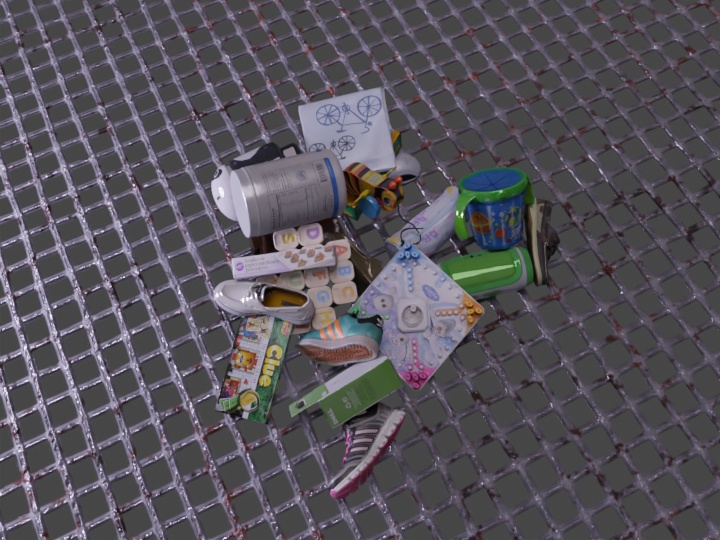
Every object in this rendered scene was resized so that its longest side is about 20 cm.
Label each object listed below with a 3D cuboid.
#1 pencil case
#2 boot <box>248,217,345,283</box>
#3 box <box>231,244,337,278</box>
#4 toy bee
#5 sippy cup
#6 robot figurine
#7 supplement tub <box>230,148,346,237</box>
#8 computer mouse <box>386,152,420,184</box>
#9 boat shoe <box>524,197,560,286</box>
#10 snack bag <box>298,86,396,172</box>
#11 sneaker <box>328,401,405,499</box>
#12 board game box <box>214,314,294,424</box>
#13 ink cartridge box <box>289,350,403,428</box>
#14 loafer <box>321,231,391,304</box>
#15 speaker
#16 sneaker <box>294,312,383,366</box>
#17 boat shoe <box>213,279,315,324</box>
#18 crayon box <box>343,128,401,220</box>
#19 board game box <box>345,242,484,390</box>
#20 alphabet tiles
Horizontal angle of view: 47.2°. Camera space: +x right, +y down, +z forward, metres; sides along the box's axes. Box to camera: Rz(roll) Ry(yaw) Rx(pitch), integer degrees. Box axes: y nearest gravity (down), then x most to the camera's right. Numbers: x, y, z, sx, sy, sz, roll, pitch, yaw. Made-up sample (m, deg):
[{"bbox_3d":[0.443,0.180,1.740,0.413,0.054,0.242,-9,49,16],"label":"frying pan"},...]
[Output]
[{"bbox_3d":[0.139,-0.083,1.653,0.199,0.091,0.083,-40,63,-19],"label":"pencil case"},{"bbox_3d":[-0.108,-0.023,1.648,0.196,0.064,0.190,-14,72,-15],"label":"boot"},{"bbox_3d":[-0.141,-0.016,1.547,0.196,0.041,0.040,-8,88,4],"label":"box"},{"bbox_3d":[0.046,-0.155,1.572,0.197,0.109,0.132,21,54,5],"label":"toy bee"},{"bbox_3d":[0.263,-0.116,1.605,0.174,0.133,0.140,-11,25,3],"label":"sippy cup"},{"bbox_3d":[-0.205,-0.184,1.669,0.197,0.152,0.125,-26,46,-8],"label":"robot figurine"},{"bbox_3d":[-0.135,-0.147,1.555,0.196,0.133,0.134,-15,61,-17],"label":"supplement tub"},{"bbox_3d":[0.033,-0.214,1.752,0.196,0.044,0.111,-15,61,-7],"label":"computer mouse"},{"bbox_3d":[0.367,-0.063,1.647,0.065,0.072,0.204,-3,57,6],"label":"boat shoe"},{"bbox_3d":[-0.023,-0.272,1.687,0.185,0.021,0.204,-12,69,2],"label":"snack bag"},{"bbox_3d":[-0.005,0.309,1.454,0.087,0.074,0.200,32,62,17],"label":"sneaker"},{"bbox_3d":[-0.195,0.175,1.533,0.103,0.023,0.204,12,76,8],"label":"board game box"},{"bbox_3d":[-0.028,0.223,1.468,0.198,0.104,0.060,-31,96,-5],"label":"ink cartridge box"},{"bbox_3d":[0.000,0.000,1.618,0.201,0.076,0.067,49,45,4],"label":"loafer"},{"bbox_3d":[0.231,0.012,1.602,0.196,0.089,0.090,-12,61,-5],"label":"speaker"},{"bbox_3d":[-0.035,0.123,1.521,0.197,0.072,0.081,-7,46,40],"label":"sneaker"},{"bbox_3d":[-0.181,0.048,1.523,0.196,0.070,0.072,14,62,11],"label":"boat shoe"},{"bbox_3d":[-0.011,-0.217,1.705,0.117,0.058,0.202,25,72,16],"label":"crayon box"},{"bbox_3d":[0.097,0.084,1.540,0.199,0.026,0.201,41,91,10],"label":"board game box"},{"bbox_3d":[-0.107,0.016,1.569,0.191,0.015,0.204,-9,86,2],"label":"alphabet tiles"}]
